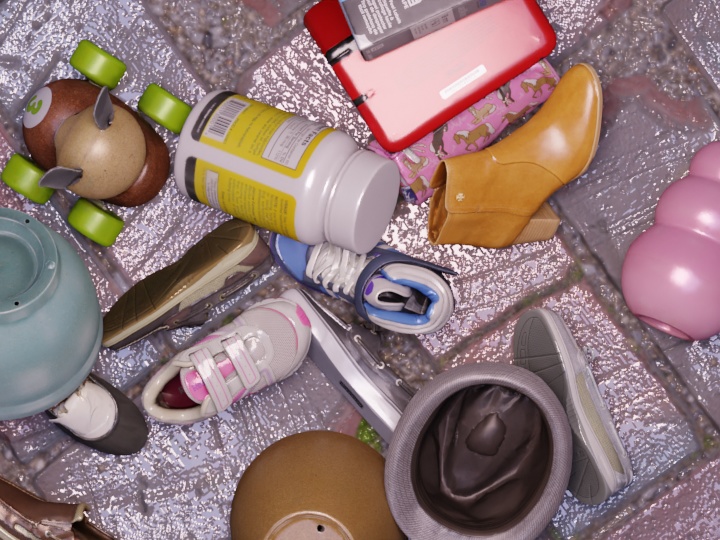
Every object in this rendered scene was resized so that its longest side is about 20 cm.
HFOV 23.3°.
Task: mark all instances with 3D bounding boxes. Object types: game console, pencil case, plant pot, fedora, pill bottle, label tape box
[{"bbox_3d":[0.066,-0.235,1.705,0.199,0.119,0.173,-33,92,3],"label":"game console"},{"bbox_3d":[0.104,-0.153,1.718,0.199,0.087,0.083,-39,111,0],"label":"pencil case"},{"bbox_3d":[-0.043,0.260,1.684,0.184,0.200,0.188,0,92,1],"label":"plant pot"},{"bbox_3d":[0.118,0.180,1.713,0.175,0.090,0.202,20,100,2],"label":"fedora"},{"bbox_3d":[-0.346,0.024,1.672,0.198,0.135,0.202,4,58,-6],"label":"plant pot"},{"bbox_3d":[-0.070,-0.093,1.687,0.199,0.114,0.115,22,93,21],"label":"pill bottle"},{"bbox_3d":[0.064,-0.303,1.616,0.199,0.063,0.145,-24,83,4],"label":"label tape box"}]

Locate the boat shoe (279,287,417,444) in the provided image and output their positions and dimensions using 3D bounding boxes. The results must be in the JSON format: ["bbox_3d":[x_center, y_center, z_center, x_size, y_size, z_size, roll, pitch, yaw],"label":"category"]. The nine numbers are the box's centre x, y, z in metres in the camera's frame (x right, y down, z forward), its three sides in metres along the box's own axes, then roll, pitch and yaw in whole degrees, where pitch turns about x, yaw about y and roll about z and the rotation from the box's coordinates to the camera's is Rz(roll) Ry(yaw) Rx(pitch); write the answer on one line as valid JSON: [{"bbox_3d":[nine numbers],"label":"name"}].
[{"bbox_3d":[0.002,0.087,1.746,0.066,0.070,0.200,-40,86,-17],"label":"boat shoe"}]

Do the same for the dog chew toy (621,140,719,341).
[{"bbox_3d":[0.336,-0.035,1.705,0.124,0.125,0.201,25,85,1],"label":"dog chew toy"}]

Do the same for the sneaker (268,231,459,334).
[{"bbox_3d":[0.000,0.000,1.698,0.199,0.146,0.081,25,93,0],"label":"sneaker"}]

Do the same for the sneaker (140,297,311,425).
[{"bbox_3d":[-0.134,0.100,1.714,0.199,0.088,0.082,-35,90,20],"label":"sneaker"}]

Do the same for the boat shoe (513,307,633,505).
[{"bbox_3d":[0.214,0.130,1.742,0.064,0.074,0.204,-22,88,-40],"label":"boat shoe"}]

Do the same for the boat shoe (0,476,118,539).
[{"bbox_3d":[-0.300,0.257,1.753,0.202,0.075,0.075,38,106,-11],"label":"boat shoe"}]

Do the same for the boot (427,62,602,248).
[{"bbox_3d":[0.144,-0.108,1.681,0.143,0.071,0.203,0,122,-28],"label":"boot"}]

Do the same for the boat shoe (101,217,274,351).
[{"bbox_3d":[-0.173,0.027,1.743,0.200,0.072,0.066,-36,121,13],"label":"boat shoe"}]

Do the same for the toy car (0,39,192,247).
[{"bbox_3d":[-0.265,-0.124,1.675,0.157,0.200,0.165,32,93,0],"label":"toy car"}]

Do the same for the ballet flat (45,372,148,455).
[{"bbox_3d":[-0.301,0.121,1.751,0.199,0.068,0.068,38,93,0],"label":"ballet flat"}]
